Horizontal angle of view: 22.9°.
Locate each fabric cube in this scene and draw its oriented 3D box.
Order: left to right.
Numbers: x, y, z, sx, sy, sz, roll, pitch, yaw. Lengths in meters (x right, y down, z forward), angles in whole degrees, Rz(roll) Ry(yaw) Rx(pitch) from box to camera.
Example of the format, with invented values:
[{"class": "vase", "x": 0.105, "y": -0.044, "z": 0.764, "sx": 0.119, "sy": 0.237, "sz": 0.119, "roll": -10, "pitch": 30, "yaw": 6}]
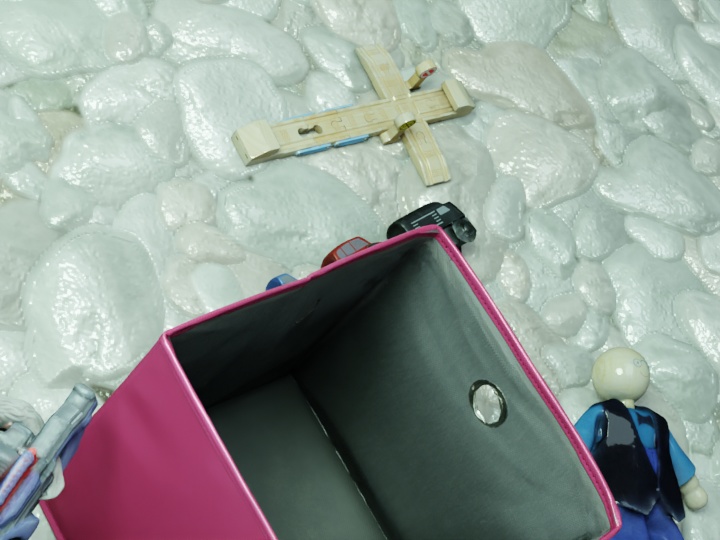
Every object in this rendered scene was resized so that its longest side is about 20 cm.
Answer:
[{"class": "fabric cube", "x": -0.022, "y": 0.126, "z": 0.956, "sx": 0.200, "sy": 0.199, "sz": 0.196, "roll": -22, "pitch": 75, "yaw": -38}]

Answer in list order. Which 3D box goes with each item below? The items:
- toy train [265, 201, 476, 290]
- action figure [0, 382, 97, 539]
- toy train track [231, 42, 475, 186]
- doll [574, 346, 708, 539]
[{"class": "toy train", "x": 0.000, "y": 0.000, "z": 1.153, "sx": 0.200, "sy": 0.034, "sz": 0.046, "roll": -29, "pitch": 77, "yaw": -40}, {"class": "action figure", "x": -0.221, "y": 0.125, "z": 0.839, "sx": 0.105, "sy": 0.193, "sz": 0.200, "roll": 36, "pitch": 50, "yaw": -7}, {"class": "toy train track", "x": 0.003, "y": -0.107, "z": 1.219, "sx": 0.200, "sy": 0.033, "sz": 0.115, "roll": -17, "pitch": 72, "yaw": -36}, {"class": "doll", "x": 0.185, "y": 0.146, "z": 1.168, "sx": 0.136, "sy": 0.048, "sz": 0.200, "roll": 11, "pitch": 59, "yaw": -38}]
